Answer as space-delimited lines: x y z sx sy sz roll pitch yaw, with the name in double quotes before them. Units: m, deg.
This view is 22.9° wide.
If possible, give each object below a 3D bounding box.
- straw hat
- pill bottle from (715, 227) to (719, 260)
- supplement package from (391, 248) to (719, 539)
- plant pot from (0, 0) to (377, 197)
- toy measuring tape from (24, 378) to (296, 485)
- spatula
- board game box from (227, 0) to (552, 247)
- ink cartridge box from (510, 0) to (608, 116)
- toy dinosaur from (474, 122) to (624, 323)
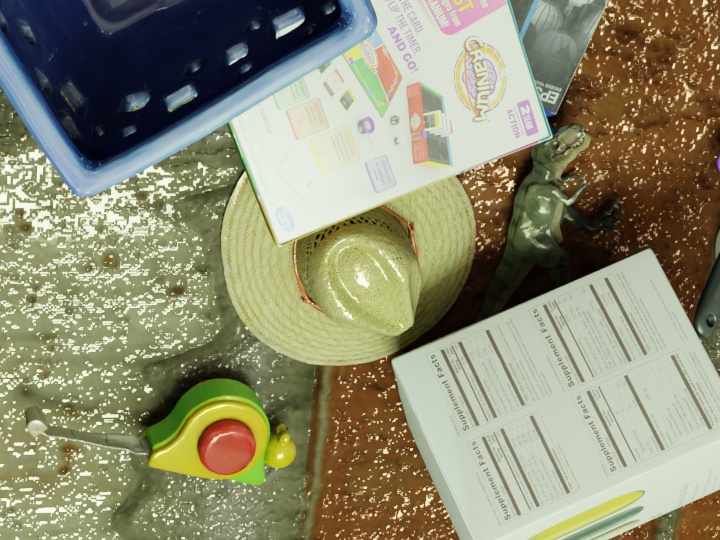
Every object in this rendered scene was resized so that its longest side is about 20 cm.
"straw hat" 0.000 0.000 1.241 0.201 0.085 0.201 -7 117 -13
"pill bottle" 0.340 0.018 1.282 0.116 0.200 0.116 -7 117 -13
"supplement package" 0.147 0.111 1.269 0.200 0.151 0.152 -23 158 -3
"plant pot" -0.126 -0.189 1.010 0.200 0.180 0.200 -29 109 2
"toy measuring tape" -0.135 0.104 1.265 0.200 0.074 0.074 15 111 -23
"spatula" 0.266 -0.032 1.270 0.021 0.200 0.057 -16 129 41
"board game box" 0.009 -0.122 1.162 0.200 0.040 0.153 -21 112 -4
"ink cartridge box" 0.112 -0.178 1.212 0.099 0.039 0.200 14 112 -23
"toy dinosaur" 0.141 -0.021 1.298 0.088 0.047 0.200 11 117 -17
